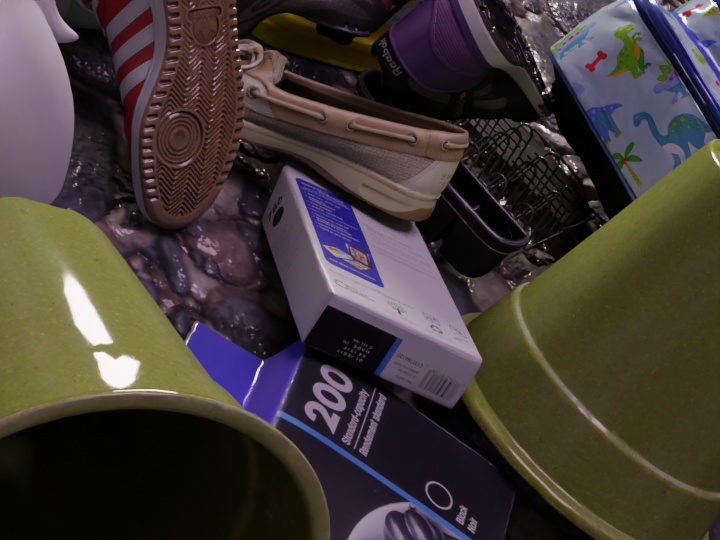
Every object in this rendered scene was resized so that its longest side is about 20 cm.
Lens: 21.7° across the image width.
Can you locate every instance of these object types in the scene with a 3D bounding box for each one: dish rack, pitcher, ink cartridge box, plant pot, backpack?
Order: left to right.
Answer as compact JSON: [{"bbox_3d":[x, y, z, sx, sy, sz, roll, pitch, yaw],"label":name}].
[{"bbox_3d":[-0.192,-0.128,0.914,0.171,0.200,0.121,-26,27,-23],"label":"pitcher"},{"bbox_3d":[-0.137,0.071,0.795,0.200,0.200,0.190,15,28,-32],"label":"plant pot"},{"bbox_3d":[-0.023,0.122,0.949,0.200,0.043,0.198,34,35,-8],"label":"ink cartridge box"},{"bbox_3d":[0.000,0.000,1.084,0.099,0.039,0.200,25,20,-21],"label":"ink cartridge box"},{"bbox_3d":[0.083,-0.075,1.266,0.153,0.055,0.200,50,35,13],"label":"dish rack"},{"bbox_3d":[0.212,-0.101,1.260,0.183,0.147,0.200,60,10,11],"label":"backpack"},{"bbox_3d":[0.183,0.033,1.073,0.200,0.190,0.200,33,23,-16],"label":"plant pot"}]

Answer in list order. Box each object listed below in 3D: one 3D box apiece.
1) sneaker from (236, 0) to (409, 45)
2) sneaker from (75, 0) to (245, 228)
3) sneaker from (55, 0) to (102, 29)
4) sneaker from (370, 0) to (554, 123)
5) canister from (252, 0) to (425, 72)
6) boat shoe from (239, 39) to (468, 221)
[{"bbox_3d":[0.001,-0.185,1.163,0.200,0.084,0.077,-8,22,-8],"label":"sneaker"},{"bbox_3d":[-0.126,-0.129,1.071,0.071,0.200,0.112,-9,17,-43],"label":"sneaker"},{"bbox_3d":[-0.147,-0.222,1.189,0.118,0.074,0.201,13,52,-25],"label":"sneaker"},{"bbox_3d":[0.060,-0.129,1.196,0.076,0.087,0.200,69,13,16],"label":"sneaker"},{"bbox_3d":[0.021,-0.236,1.256,0.148,0.200,0.087,11,44,-36],"label":"canister"},{"bbox_3d":[-0.034,-0.102,1.129,0.200,0.063,0.073,29,19,0],"label":"boat shoe"}]
